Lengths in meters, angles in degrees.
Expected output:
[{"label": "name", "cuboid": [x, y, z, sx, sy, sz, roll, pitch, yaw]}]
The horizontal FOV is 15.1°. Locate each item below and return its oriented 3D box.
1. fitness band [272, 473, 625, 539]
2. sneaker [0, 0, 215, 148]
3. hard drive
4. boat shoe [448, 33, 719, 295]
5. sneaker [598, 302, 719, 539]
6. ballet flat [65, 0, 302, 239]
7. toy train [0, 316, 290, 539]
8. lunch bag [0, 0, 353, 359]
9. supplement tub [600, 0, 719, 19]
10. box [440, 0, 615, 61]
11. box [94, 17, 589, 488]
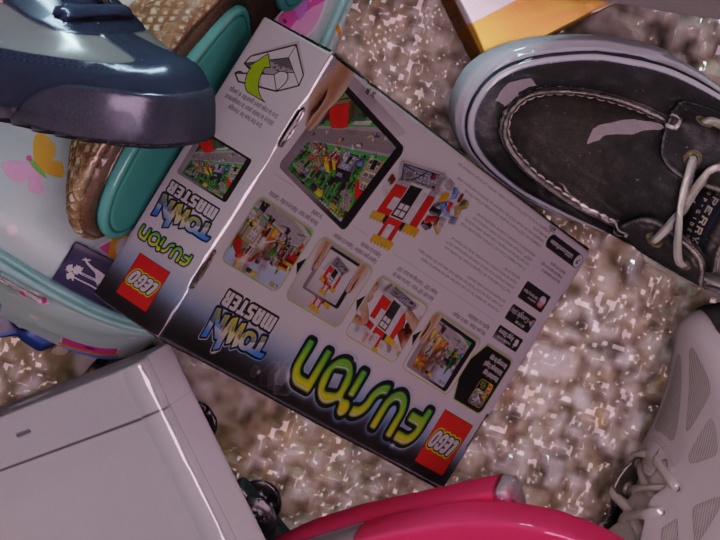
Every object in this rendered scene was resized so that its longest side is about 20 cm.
[{"label": "fitness band", "cuboid": [0.029, 0.153, 0.997, 0.199, 0.037, 0.144, -16, 108, 22]}, {"label": "sneaker", "cuboid": [-0.123, -0.099, 0.849, 0.200, 0.070, 0.082, 24, 106, 27]}, {"label": "hard drive", "cuboid": [-0.076, 0.136, 0.994, 0.132, 0.027, 0.200, -21, 98, 39]}, {"label": "boat shoe", "cuboid": [0.130, -0.031, 1.007, 0.199, 0.071, 0.072, 18, 111, -13]}, {"label": "sneaker", "cuboid": [0.098, 0.112, 1.025, 0.115, 0.076, 0.201, 1, 96, -8]}, {"label": "ballet flat", "cuboid": [-0.054, -0.098, 0.921, 0.065, 0.071, 0.200, 32, 66, 12]}, {"label": "toy train", "cuboid": [-0.086, 0.055, 1.026, 0.046, 0.034, 0.200, -37, 97, 10]}, {"label": "lunch bag", "cuboid": [-0.100, -0.077, 0.965, 0.160, 0.077, 0.200, 29, 72, -17]}, {"label": "supplement tub", "cuboid": [0.126, -0.194, 0.939, 0.144, 0.145, 0.201, 8, 90, -6]}, {"label": "box", "cuboid": [0.053, -0.191, 1.023, 0.119, 0.041, 0.200, -27, 93, -4]}, {"label": "box", "cuboid": [0.000, 0.000, 0.961, 0.035, 0.200, 0.110, 32, 89, 35]}]
